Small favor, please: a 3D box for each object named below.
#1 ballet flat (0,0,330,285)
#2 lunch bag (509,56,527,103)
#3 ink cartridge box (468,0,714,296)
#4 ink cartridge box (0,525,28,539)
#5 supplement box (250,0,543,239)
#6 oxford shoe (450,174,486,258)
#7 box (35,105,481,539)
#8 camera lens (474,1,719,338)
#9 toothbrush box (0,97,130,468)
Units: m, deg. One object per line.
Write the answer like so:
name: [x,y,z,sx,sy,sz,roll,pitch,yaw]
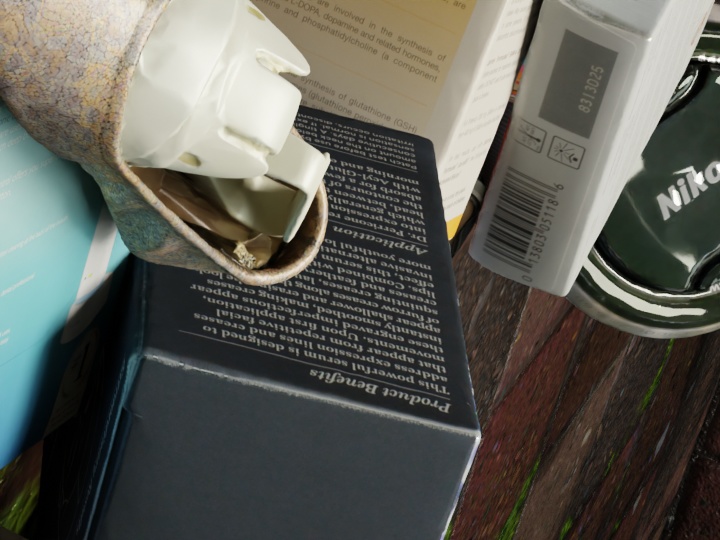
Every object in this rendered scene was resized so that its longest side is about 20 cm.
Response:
ballet flat: [-0.042,-0.044,0.726,0.068,0.067,0.200,-63,165,-9]
lunch bag: [0.105,-0.170,1.258,0.201,0.082,0.176,-67,-159,-4]
ink cartridge box: [0.111,-0.112,1.116,0.163,0.050,0.201,104,11,-53]
ink cartridge box: [-0.172,0.127,0.896,0.201,0.067,0.115,-66,167,4]
supplement box: [0.006,-0.121,1.020,0.201,0.125,0.073,-68,167,16]
oxford shoe: [0.014,-0.018,1.361,0.085,0.072,0.200,-60,166,-13]
box: [-0.039,0.050,0.915,0.200,0.106,0.149,-95,-159,-61]
camera lens: [0.132,-0.063,1.403,0.161,0.159,0.200,-66,-162,6]
toothbrush box: [-0.116,-0.039,0.773,0.146,0.085,0.201,-38,151,-61]
